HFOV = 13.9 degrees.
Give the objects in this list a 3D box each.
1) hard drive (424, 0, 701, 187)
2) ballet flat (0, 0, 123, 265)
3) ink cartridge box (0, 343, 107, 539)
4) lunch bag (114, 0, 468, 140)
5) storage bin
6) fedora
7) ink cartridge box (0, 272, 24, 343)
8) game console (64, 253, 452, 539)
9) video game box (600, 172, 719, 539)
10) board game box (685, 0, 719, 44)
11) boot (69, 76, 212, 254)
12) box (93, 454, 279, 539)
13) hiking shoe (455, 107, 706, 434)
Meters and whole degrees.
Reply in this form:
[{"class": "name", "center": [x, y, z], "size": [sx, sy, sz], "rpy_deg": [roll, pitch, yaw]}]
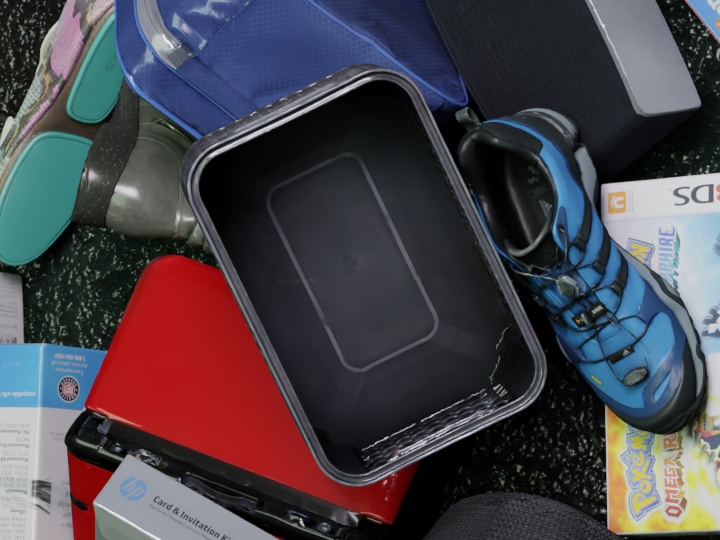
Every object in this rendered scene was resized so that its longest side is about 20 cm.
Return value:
[{"class": "hard drive", "center": [0.100, -0.146, 1.661], "size": [0.135, 0.042, 0.200], "rpy_deg": [-40, 72, 46]}, {"class": "ballet flat", "center": [-0.191, -0.100, 1.865], "size": [0.071, 0.069, 0.200], "rpy_deg": [43, 112, 47]}, {"class": "ink cartridge box", "center": [-0.187, 0.148, 1.801], "size": [0.068, 0.116, 0.200], "rpy_deg": [-2, 83, 34]}, {"class": "lunch bag", "center": [-0.053, -0.125, 1.693], "size": [0.132, 0.200, 0.136], "rpy_deg": [-46, 24, 20]}, {"class": "storage bin", "center": [0.000, 0.000, 1.593], "size": [0.135, 0.094, 0.200], "rpy_deg": [-26, 99, -3]}, {"class": "fedora", "center": [0.096, 0.182, 1.615], "size": [0.200, 0.201, 0.092], "rpy_deg": [7, 56, 33]}, {"class": "ink cartridge box", "center": [-0.270, 0.099, 1.859], "size": [0.067, 0.116, 0.200], "rpy_deg": [-8, 80, 31]}, {"class": "game console", "center": [-0.058, 0.113, 1.716], "size": [0.200, 0.119, 0.172], "rpy_deg": [20, 138, 18]}, {"class": "video game box", "center": [0.219, 0.043, 1.598], "size": [0.182, 0.047, 0.200], "rpy_deg": [-6, 81, 34]}, {"class": "board game box", "center": [0.210, -0.188, 1.605], "size": [0.103, 0.019, 0.200], "rpy_deg": [-39, 86, 22]}, {"class": "boot", "center": [-0.091, -0.069, 1.776], "size": [0.131, 0.200, 0.068], "rpy_deg": [18, 128, -1]}, {"class": "box", "center": [-0.078, 0.199, 1.667], "size": [0.156, 0.200, 0.041], "rpy_deg": [28, 60, 12]}, {"class": "hiking shoe", "center": [0.111, 0.004, 1.589], "size": [0.074, 0.087, 0.200], "rpy_deg": [-39, 73, 28]}]
